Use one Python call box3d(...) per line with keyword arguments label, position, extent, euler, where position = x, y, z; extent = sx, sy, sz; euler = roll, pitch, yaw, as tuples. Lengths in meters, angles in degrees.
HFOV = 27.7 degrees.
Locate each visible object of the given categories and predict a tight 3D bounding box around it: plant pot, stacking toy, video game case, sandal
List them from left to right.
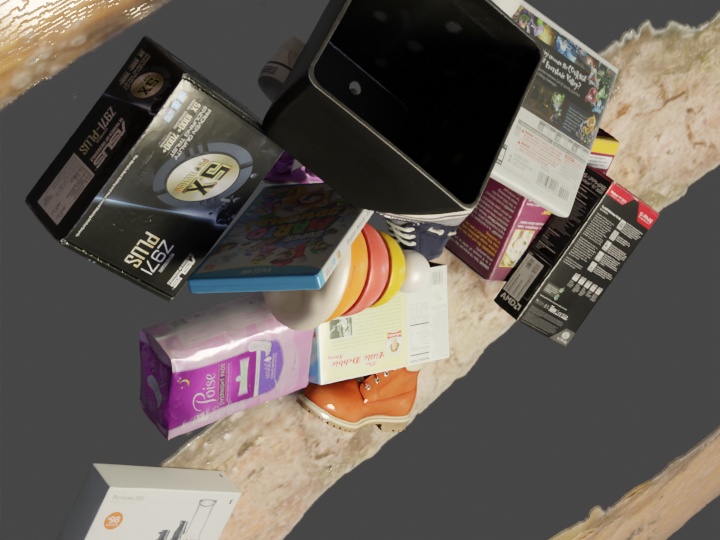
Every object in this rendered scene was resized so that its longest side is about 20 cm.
box3d(label="video game case", position=(-0.069, -0.036, 1.450), extent=(0.200, 0.141, 0.018), euler=(-57, 139, -53))
box3d(label="sandal", position=(-0.040, -0.117, 1.561), extent=(0.201, 0.050, 0.083), euler=(5, 117, -45))
box3d(label="stacking toy", position=(0.000, 0.000, 1.609), extent=(0.198, 0.146, 0.147), euler=(9, 115, -41))
box3d(label="plant pot", position=(0.021, -0.170, 1.384), extent=(0.199, 0.177, 0.201), euler=(37, 62, -20))
box3d(label="video game case", position=(0.193, -0.178, 1.603), extent=(0.199, 0.023, 0.184), euler=(24, 83, -41))

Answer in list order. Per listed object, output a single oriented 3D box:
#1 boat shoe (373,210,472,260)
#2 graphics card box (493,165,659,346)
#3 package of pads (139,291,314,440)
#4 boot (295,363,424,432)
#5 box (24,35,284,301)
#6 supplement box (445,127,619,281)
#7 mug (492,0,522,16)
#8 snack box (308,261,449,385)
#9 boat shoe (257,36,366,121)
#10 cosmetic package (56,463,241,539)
box3d(label="boat shoe", position=(0.055, -0.053, 1.663), extent=(0.199, 0.075, 0.093), euler=(0, 125, -54))
box3d(label="graphics card box", position=(0.260, -0.015, 1.748), extent=(0.125, 0.051, 0.201), euler=(24, 101, -49))
box3d(label="package of pads", position=(-0.145, 0.097, 1.618), extent=(0.198, 0.076, 0.122), euler=(-18, 130, -31))
box3d(label="boot", position=(0.003, 0.138, 1.792), extent=(0.199, 0.075, 0.108), euler=(4, 115, -52))
box3d(label="box", position=(-0.196, -0.095, 1.414), extent=(0.201, 0.086, 0.163), euler=(-52, 140, 4))
box3d(label="supplement box", position=(0.202, -0.094, 1.754), extent=(0.130, 0.103, 0.202), euler=(3, 117, -44))
box3d(label="mug", position=(0.073, -0.317, 1.452), extent=(0.198, 0.149, 0.176), euler=(-19, 144, 14))
box3d(label="snack box", position=(0.020, 0.061, 1.733), extent=(0.198, 0.037, 0.118), euler=(-9, 101, -37))
box3d(label="boat shoe", position=(-0.021, -0.158, 1.505), extent=(0.200, 0.072, 0.066), euler=(41, 68, -23))
box3d(label="cosmetic package", position=(-0.253, 0.305, 1.706), extent=(0.199, 0.052, 0.152), euler=(11, 110, -45))
